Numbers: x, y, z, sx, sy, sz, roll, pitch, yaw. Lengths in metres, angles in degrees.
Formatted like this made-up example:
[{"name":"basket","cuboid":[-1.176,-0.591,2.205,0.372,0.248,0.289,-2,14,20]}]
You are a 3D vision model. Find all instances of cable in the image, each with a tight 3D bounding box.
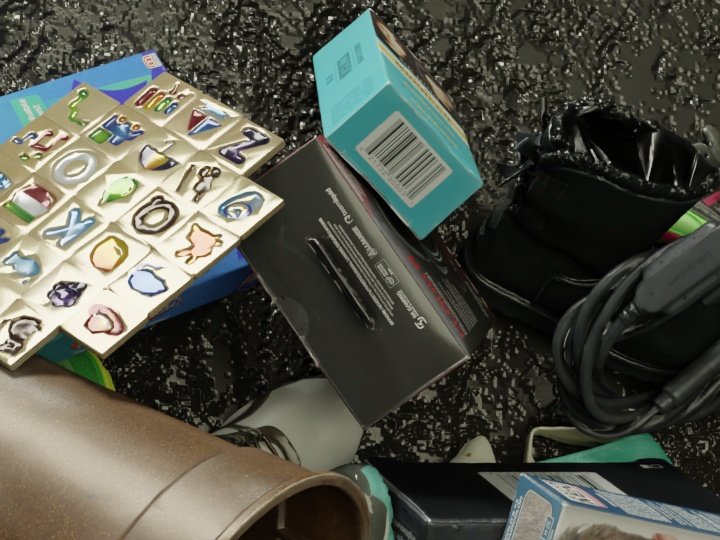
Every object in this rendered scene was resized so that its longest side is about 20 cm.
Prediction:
[{"name":"cable","cuboid":[0.204,0.032,1.367,0.163,0.200,0.051,24,32,-49]}]

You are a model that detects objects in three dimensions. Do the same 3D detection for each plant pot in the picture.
[{"name":"plant pot","cuboid":[-0.133,0.148,1.167,0.198,0.200,0.200,27,71,24]}]

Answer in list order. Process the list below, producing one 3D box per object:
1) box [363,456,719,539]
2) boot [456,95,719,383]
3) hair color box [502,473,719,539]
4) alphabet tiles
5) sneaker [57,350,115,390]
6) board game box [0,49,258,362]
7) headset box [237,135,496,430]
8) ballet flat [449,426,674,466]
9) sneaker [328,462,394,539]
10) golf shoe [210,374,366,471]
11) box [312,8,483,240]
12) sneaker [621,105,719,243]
[{"name":"box","cuboid":[0.101,0.217,1.315,0.196,0.117,0.201,1,102,-19]},{"name":"boot","cuboid":[0.164,-0.019,1.385,0.198,0.163,0.073,22,51,-9]},{"name":"hair color box","cuboid":[0.170,0.180,1.235,0.200,0.061,0.100,13,97,-21]},{"name":"alphabet tiles","cuboid":[-0.143,-0.031,1.229,0.166,0.006,0.200,30,59,34]},{"name":"sneaker","cuboid":[-0.202,0.128,1.300,0.084,0.074,0.200,36,71,-34]},{"name":"board game box","cuboid":[-0.168,-0.032,1.321,0.200,0.045,0.152,-23,74,-35]},{"name":"headset box","cuboid":[0.000,0.000,1.318,0.077,0.200,0.149,-35,89,9]},{"name":"ballet flat","cuboid":[0.097,0.133,1.403,0.199,0.067,0.071,-6,57,-16]},{"name":"sneaker","cuboid":[-0.065,0.176,1.275,0.091,0.200,0.078,19,34,-48]},{"name":"golf shoe","cuboid":[-0.069,0.125,1.336,0.200,0.094,0.078,-35,89,-20]},{"name":"box","cuboid":[0.019,-0.089,1.340,0.049,0.200,0.082,-41,106,10]},{"name":"sneaker","cuboid":[0.228,-0.045,1.458,0.200,0.077,0.084,25,78,-10]}]
